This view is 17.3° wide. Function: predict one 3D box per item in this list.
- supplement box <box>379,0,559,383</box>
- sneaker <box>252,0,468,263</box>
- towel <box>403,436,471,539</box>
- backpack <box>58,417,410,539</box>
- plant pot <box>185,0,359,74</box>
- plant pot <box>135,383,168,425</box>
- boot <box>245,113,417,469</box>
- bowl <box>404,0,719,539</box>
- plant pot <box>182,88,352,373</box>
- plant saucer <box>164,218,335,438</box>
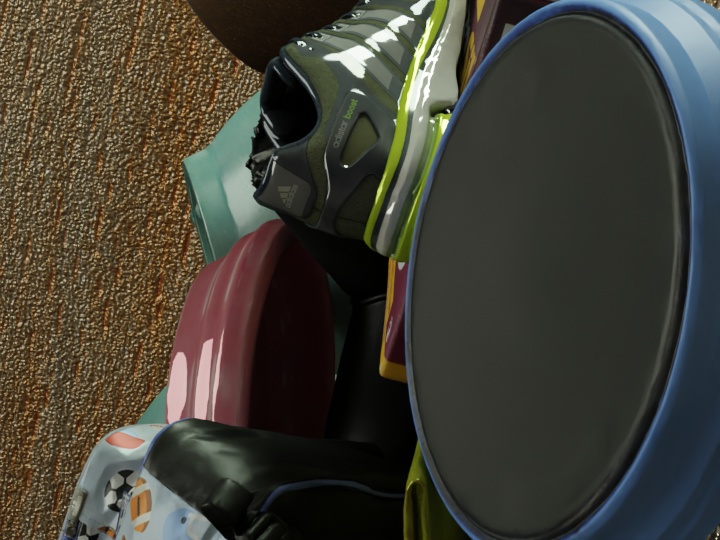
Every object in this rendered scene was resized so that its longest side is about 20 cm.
[{"bbox_3d":[0.074,-0.052,1.049,0.111,0.085,0.201,-85,10,-58],"label":"supplement box"},{"bbox_3d":[0.000,-0.087,1.010,0.201,0.080,0.074,-86,11,-51],"label":"sneaker"},{"bbox_3d":[0.033,0.074,0.940,0.200,0.018,0.087,-69,-24,-66],"label":"towel"},{"bbox_3d":[-0.054,0.163,1.037,0.153,0.199,0.192,21,96,42],"label":"backpack"},{"bbox_3d":[0.005,-0.191,1.155,0.200,0.187,0.187,-37,21,19],"label":"plant pot"},{"bbox_3d":[-0.064,0.142,1.537,0.162,0.199,0.201,-63,9,16],"label":"plant pot"},{"bbox_3d":[0.000,0.000,1.170,0.073,0.163,0.199,-13,34,39],"label":"boot"},{"bbox_3d":[0.073,0.004,0.794,0.200,0.039,0.203,-26,61,59],"label":"bowl"},{"bbox_3d":[-0.027,-0.024,1.376,0.200,0.133,0.202,164,90,-84],"label":"plant pot"},{"bbox_3d":[-0.058,0.074,1.225,0.200,0.050,0.203,2,-90,-77],"label":"plant saucer"}]
